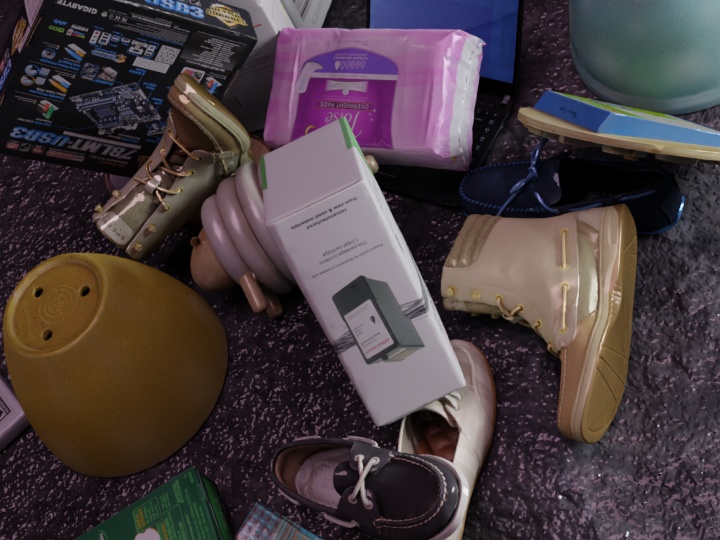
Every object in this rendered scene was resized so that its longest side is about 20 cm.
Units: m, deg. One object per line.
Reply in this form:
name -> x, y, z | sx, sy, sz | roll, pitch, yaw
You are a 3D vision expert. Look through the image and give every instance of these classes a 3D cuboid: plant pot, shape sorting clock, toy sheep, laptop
plant pot -> -0.238, 0.065, 1.085 | 0.198, 0.142, 0.201 | -10, 57, 16
shape sorting clock -> 0.227, -0.110, 0.997 | 0.199, 0.199, 0.040 | 21, 105, 31
plant pot -> 0.275, -0.260, 1.087 | 0.199, 0.134, 0.202 | -11, 56, 16
toy sheep -> -0.068, -0.043, 1.095 | 0.199, 0.138, 0.138 | -29, 53, 7
laptop -> 0.049, -0.185, 1.150 | 0.176, 0.103, 0.201 | 18, 67, 31

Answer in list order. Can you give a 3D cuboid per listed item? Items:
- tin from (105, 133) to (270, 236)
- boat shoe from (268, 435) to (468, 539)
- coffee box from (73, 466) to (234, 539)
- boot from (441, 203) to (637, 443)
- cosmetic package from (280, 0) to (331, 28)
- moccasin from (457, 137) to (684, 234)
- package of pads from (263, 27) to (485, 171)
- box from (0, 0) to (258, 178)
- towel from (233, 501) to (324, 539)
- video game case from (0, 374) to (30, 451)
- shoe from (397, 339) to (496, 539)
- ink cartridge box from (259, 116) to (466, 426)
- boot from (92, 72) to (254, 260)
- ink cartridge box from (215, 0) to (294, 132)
tin -> -0.168, -0.094, 1.223 | 0.199, 0.042, 0.113 | 17, 71, 29
boat shoe -> 0.001, 0.162, 0.925 | 0.199, 0.060, 0.074 | 3, 68, 55
coffee box -> -0.193, 0.263, 0.990 | 0.199, 0.044, 0.123 | -33, 48, 5
boot -> 0.139, 0.041, 0.992 | 0.154, 0.073, 0.202 | 0, 67, 28
cosmetic package -> -0.141, -0.349, 1.293 | 0.199, 0.165, 0.166 | 7, 62, 24
moccasin -> 0.178, -0.079, 1.052 | 0.198, 0.068, 0.081 | 0, 59, 22
package of pads -> 0.013, -0.159, 1.119 | 0.199, 0.076, 0.122 | 7, 87, 31
box -> -0.224, -0.174, 1.103 | 0.199, 0.199, 0.050 | -51, 44, 37
towel -> -0.048, 0.284, 0.945 | 0.199, 0.022, 0.147 | 24, 70, 32
video game case -> -0.436, 0.147, 1.189 | 0.182, 0.022, 0.200 | -44, 55, -8
shoe -> 0.066, 0.141, 0.968 | 0.069, 0.053, 0.201 | 0, 60, 22
ink cartridge box -> 0.000, 0.000, 0.971 | 0.084, 0.201, 0.146 | -25, 27, 5
boot -> -0.174, -0.085, 1.084 | 0.155, 0.200, 0.072 | -43, 80, -6
ink cartridge box -> -0.128, -0.226, 1.187 | 0.114, 0.200, 0.068 | -15, 54, 12
